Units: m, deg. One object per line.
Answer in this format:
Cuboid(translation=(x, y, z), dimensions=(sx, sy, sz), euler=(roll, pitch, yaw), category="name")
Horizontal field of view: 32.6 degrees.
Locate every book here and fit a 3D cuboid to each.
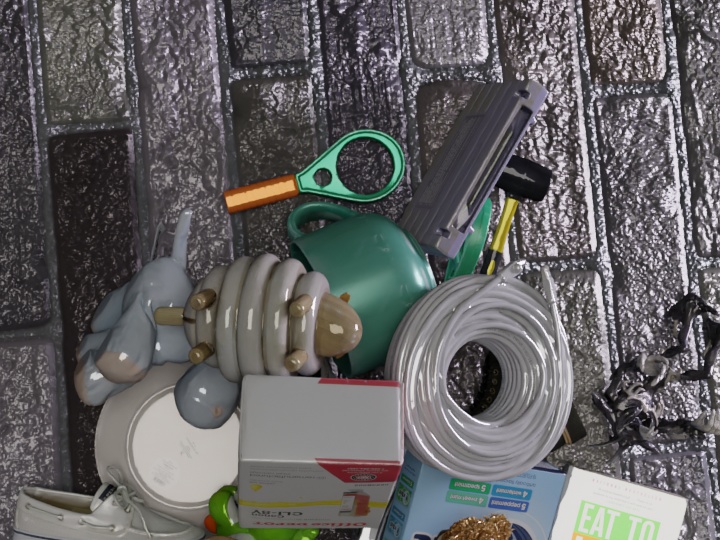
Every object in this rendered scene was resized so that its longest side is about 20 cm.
Cuboid(translation=(0.257, 0.322, 1.318), dimensions=(0.133, 0.048, 0.200), euler=(15, 87, 0), category="book")

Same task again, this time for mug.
Cuboid(translation=(0.004, 0.004, 1.258), dimensions=(0.114, 0.152, 0.185), euler=(-22, 91, -11), category="mug")

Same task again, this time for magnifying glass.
Cuboid(translation=(0.098, 0.017, 1.305), dimensions=(0.022, 0.080, 0.200), euler=(15, 96, -7), category="magnifying glass")
Cuboid(translation=(-0.049, -0.098, 1.328), dimensions=(0.200, 0.022, 0.080), euler=(-15, 88, -5), category="magnifying glass")

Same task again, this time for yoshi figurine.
Cuboid(translation=(-0.079, 0.303, 1.254), dimensions=(0.112, 0.112, 0.200), euler=(-29, 91, -19), category="yoshi figurine")

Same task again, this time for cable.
Cuboid(translation=(0.114, 0.103, 1.192), dimensions=(0.200, 0.069, 0.200), euler=(-20, 97, -25), category="cable")

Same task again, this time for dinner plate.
Cuboid(translation=(-0.180, 0.184, 1.297), dimensions=(0.200, 0.024, 0.201), euler=(0, 87, -4), category="dinner plate")

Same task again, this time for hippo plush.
Cuboid(translation=(-0.183, 0.075, 1.256), dimensions=(0.161, 0.159, 0.200), euler=(33, 66, -20), category="hippo plush")

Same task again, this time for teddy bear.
Cuboid(translation=(0.105, 0.330, 1.218), dimensions=(0.145, 0.067, 0.200), euler=(-28, 117, -10), category="teddy bear")

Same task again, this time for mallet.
Cuboid(translation=(0.159, -0.026, 1.336), dimensions=(0.066, 0.041, 0.200), euler=(11, 90, -6), category="mallet")

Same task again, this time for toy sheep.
Cuboid(translation=(-0.096, 0.046, 1.137), dimensions=(0.200, 0.138, 0.138), euler=(8, 85, 9), category="toy sheep")

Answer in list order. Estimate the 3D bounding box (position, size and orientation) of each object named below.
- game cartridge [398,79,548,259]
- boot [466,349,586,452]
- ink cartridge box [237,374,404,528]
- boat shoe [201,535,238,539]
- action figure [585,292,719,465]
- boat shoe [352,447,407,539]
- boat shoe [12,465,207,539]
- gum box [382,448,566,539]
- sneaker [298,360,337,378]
Cuboid(translation=(0.112, -0.107, 1.289), dimensions=(0.038, 0.130, 0.200), euler=(32, 84, -16), category="game cartridge")
Cuboid(translation=(0.134, 0.123, 1.299), dimensions=(0.138, 0.077, 0.200), euler=(-30, 93, -1), category="boot")
Cuboid(translation=(-0.042, 0.175, 1.150), dimensions=(0.145, 0.200, 0.084), euler=(2, 62, -5), category="ink cartridge box")
Cuboid(translation=(-0.184, 0.333, 1.216), dimensions=(0.071, 0.065, 0.200), euler=(25, 129, -29), category="boat shoe")
Cuboid(translation=(0.325, 0.124, 1.305), dimensions=(0.119, 0.102, 0.200), euler=(39, 82, -15), category="action figure")
Cuboid(translation=(0.041, 0.253, 1.286), dimensions=(0.068, 0.072, 0.200), euler=(20, 88, -3), category="boat shoe")
Cuboid(translation=(-0.254, 0.244, 1.254), dimensions=(0.201, 0.075, 0.086), euler=(5, 97, 8), category="boat shoe")
Cuboid(translation=(0.105, 0.286, 1.262), dimensions=(0.170, 0.045, 0.200), euler=(12, 95, -24), category="gum box")
Cuboid(translation=(-0.049, 0.139, 1.280), dimensions=(0.075, 0.082, 0.200), euler=(-35, 90, -6), category="sneaker")
